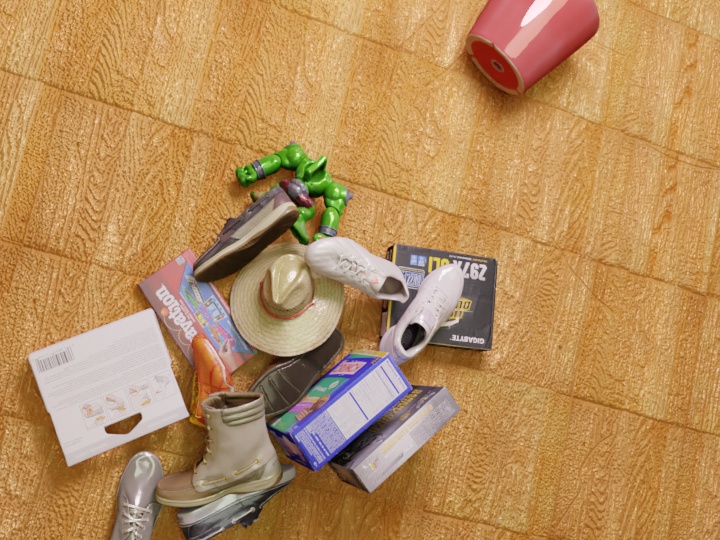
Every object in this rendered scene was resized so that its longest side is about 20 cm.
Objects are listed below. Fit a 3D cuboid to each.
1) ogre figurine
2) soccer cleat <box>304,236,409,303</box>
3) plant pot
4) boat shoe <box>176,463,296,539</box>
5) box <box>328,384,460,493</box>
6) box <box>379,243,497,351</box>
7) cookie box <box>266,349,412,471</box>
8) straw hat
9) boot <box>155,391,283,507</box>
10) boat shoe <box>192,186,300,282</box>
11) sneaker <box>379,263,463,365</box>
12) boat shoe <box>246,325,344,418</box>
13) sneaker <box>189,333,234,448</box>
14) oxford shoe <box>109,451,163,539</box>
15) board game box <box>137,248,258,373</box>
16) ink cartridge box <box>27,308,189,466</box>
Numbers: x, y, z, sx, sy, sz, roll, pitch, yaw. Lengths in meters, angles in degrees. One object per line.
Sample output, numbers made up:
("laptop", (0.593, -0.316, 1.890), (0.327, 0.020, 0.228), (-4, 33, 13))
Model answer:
("ogre figurine", (-0.096, -0.126, 1.527), (0.199, 0.099, 0.120), (35, 71, 27))
("soccer cleat", (0.000, 0.000, 1.487), (0.197, 0.078, 0.070), (19, 113, -38))
("plant pot", (0.291, -0.422, 1.645), (0.200, 0.200, 0.178), (44, 84, -9))
("boat shoe", (-0.186, 0.368, 1.467), (0.197, 0.071, 0.069), (-23, 97, -21))
("box", (0.050, 0.266, 1.507), (0.199, 0.158, 0.049), (-39, 96, -16))
("box", (0.135, 0.049, 1.614), (0.195, 0.049, 0.164), (8, 80, -16))
("cookie box", (-0.037, 0.215, 1.479), (0.199, 0.171, 0.076), (-38, 99, -18))
("straw hat", (-0.116, 0.024, 1.482), (0.196, 0.085, 0.205), (1, 65, -3))
("boot", (-0.226, 0.267, 1.411), (0.195, 0.072, 0.158), (-11, 112, -1))
("boat shoe", (-0.186, -0.055, 1.477), (0.198, 0.073, 0.066), (-34, 68, 7))
("sneaker", (0.114, 0.074, 1.528), (0.075, 0.099, 0.201), (39, 74, -8))
("boat shoe", (-0.111, 0.165, 1.515), (0.199, 0.068, 0.073), (-37, 105, -19))
("sneaker", (-0.233, 0.198, 1.451), (0.076, 0.073, 0.205), (-17, 103, -21))
("oxford shoe", (-0.343, 0.379, 1.424), (0.074, 0.058, 0.205), (15, 78, -13))
("board game box", (-0.259, 0.078, 1.501), (0.102, 0.019, 0.202), (-35, 96, -16))
("ink cartridge box", (-0.384, 0.177, 1.437), (0.196, 0.045, 0.180), (-20, 90, -18))
